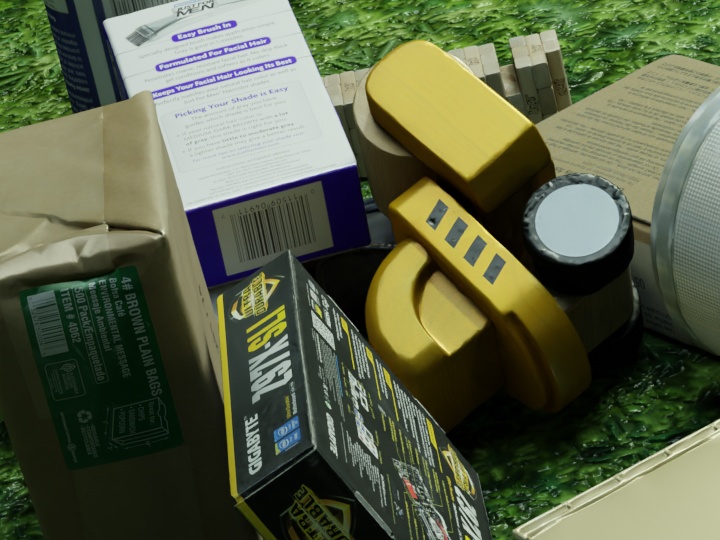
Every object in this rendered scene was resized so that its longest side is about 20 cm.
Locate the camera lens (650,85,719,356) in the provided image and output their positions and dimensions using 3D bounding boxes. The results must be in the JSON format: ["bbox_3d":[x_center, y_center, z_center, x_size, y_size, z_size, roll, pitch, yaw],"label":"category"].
[{"bbox_3d":[0.253,-0.010,1.407,0.160,0.160,0.200,-28,33,-28],"label":"camera lens"}]

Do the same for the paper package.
[{"bbox_3d":[-0.122,0.041,1.428,0.103,0.201,0.191,-15,26,-1],"label":"paper package"}]

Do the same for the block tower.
[{"bbox_3d":[0.032,-0.100,1.823,0.199,0.058,0.054,-13,25,3],"label":"block tower"}]

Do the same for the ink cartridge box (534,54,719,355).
[{"bbox_3d":[0.186,-0.041,1.609,0.164,0.075,0.200,-29,31,-27],"label":"ink cartridge box"}]

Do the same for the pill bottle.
[{"bbox_3d":[-0.127,-0.126,1.786,0.115,0.201,0.116,-9,26,5],"label":"pill bottle"}]

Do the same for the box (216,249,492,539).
[{"bbox_3d":[0.002,0.098,1.315,0.049,0.160,0.200,-33,24,11],"label":"box"}]

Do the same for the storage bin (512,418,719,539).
[{"bbox_3d":[0.201,0.142,1.212,0.198,0.094,0.200,-25,28,-25],"label":"storage bin"}]

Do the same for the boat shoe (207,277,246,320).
[{"bbox_3d":[-0.117,0.049,1.592,0.199,0.057,0.069,-8,35,12],"label":"boat shoe"}]

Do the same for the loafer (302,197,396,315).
[{"bbox_3d":[0.000,0.000,1.639,0.199,0.073,0.072,9,59,34],"label":"loafer"}]

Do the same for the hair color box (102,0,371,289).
[{"bbox_3d":[-0.072,-0.080,1.640,0.109,0.065,0.200,-15,41,-6],"label":"hair color box"}]

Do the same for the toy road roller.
[{"bbox_3d":[0.046,-0.006,1.506,0.146,0.123,0.200,-38,62,-14],"label":"toy road roller"}]
